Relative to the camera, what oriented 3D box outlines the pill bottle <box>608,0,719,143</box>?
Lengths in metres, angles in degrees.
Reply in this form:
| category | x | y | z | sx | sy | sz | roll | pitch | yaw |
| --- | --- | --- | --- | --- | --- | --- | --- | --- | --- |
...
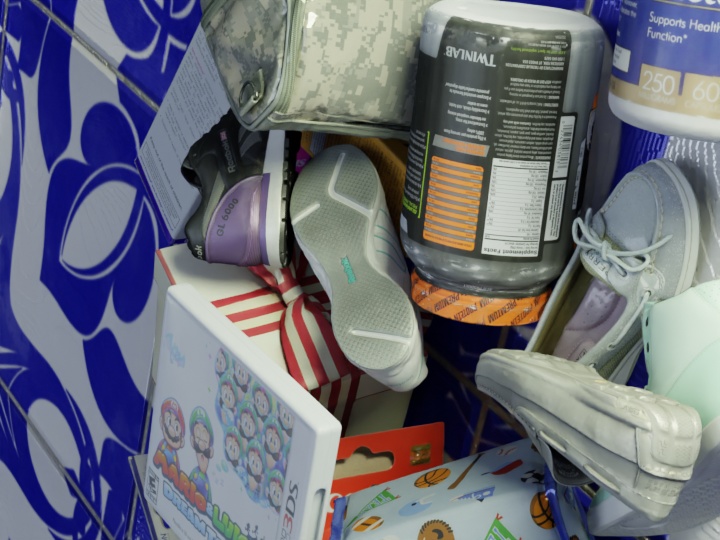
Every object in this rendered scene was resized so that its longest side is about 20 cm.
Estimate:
| category | x | y | z | sx | sy | sz | roll | pitch | yaw |
| --- | --- | --- | --- | --- | --- | --- | --- | --- | --- |
| pill bottle | 0.205 | -0.177 | 0.860 | 0.115 | 0.115 | 0.202 | 26 | 116 | 52 |

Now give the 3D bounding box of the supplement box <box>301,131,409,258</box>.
| category | x | y | z | sx | sy | sz | roll | pitch | yaw |
| --- | --- | --- | --- | --- | --- | --- | --- | --- | --- |
| supplement box | 0.016 | -0.090 | 1.203 | 0.200 | 0.066 | 0.069 | 47 | 131 | 44 |

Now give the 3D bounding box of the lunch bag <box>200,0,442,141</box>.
| category | x | y | z | sx | sy | sz | roll | pitch | yaw |
| --- | --- | --- | --- | --- | --- | --- | --- | --- | --- |
| lunch bag | -0.006 | -0.170 | 1.110 | 0.139 | 0.199 | 0.169 | -30 | 63 | 52 |

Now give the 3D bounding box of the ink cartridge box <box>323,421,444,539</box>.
| category | x | y | z | sx | sy | sz | roll | pitch | yaw |
| --- | --- | --- | --- | --- | --- | --- | --- | --- | --- |
| ink cartridge box | 0.008 | 0.227 | 1.169 | 0.057 | 0.162 | 0.202 | 24 | 114 | 52 |

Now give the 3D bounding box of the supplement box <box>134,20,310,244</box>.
| category | x | y | z | sx | sy | sz | roll | pitch | yaw |
| --- | --- | --- | --- | --- | --- | --- | --- | --- | --- |
| supplement box | -0.106 | -0.124 | 1.351 | 0.104 | 0.101 | 0.200 | 63 | 141 | 29 |

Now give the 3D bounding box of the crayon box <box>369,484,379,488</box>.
| category | x | y | z | sx | sy | sz | roll | pitch | yaw |
| --- | --- | --- | --- | --- | --- | --- | --- | --- | --- |
| crayon box | 0.066 | 0.258 | 1.122 | 0.051 | 0.126 | 0.202 | -81 | -8 | -80 |

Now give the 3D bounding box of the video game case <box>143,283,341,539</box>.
| category | x | y | z | sx | sy | sz | roll | pitch | yaw |
| --- | --- | --- | --- | --- | --- | --- | --- | --- | --- |
| video game case | -0.088 | 0.134 | 1.085 | 0.200 | 0.024 | 0.183 | 38 | 128 | 44 |

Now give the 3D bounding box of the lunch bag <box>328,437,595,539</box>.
| category | x | y | z | sx | sy | sz | roll | pitch | yaw |
| --- | --- | --- | --- | --- | --- | --- | --- | --- | --- |
| lunch bag | 0.085 | 0.234 | 1.029 | 0.124 | 0.169 | 0.201 | -64 | -44 | -72 |

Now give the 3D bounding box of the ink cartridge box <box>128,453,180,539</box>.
| category | x | y | z | sx | sy | sz | roll | pitch | yaw |
| --- | --- | --- | --- | --- | --- | --- | --- | --- | --- |
| ink cartridge box | -0.095 | 0.189 | 1.287 | 0.039 | 0.199 | 0.100 | -46 | 56 | 48 |

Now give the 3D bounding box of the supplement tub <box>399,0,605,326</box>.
| category | x | y | z | sx | sy | sz | roll | pitch | yaw |
| --- | --- | --- | --- | --- | --- | --- | --- | --- | --- |
| supplement tub | 0.091 | -0.073 | 1.041 | 0.122 | 0.122 | 0.202 | 29 | 118 | 51 |

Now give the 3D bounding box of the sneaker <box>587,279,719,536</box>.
| category | x | y | z | sx | sy | sz | roll | pitch | yaw |
| --- | --- | --- | --- | --- | --- | --- | --- | --- | --- |
| sneaker | 0.193 | 0.086 | 0.965 | 0.201 | 0.073 | 0.119 | 123 | 144 | -52 |

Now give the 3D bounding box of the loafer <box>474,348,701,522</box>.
| category | x | y | z | sx | sy | sz | roll | pitch | yaw |
| --- | --- | --- | --- | --- | --- | --- | --- | --- | --- |
| loafer | 0.126 | 0.093 | 0.938 | 0.200 | 0.069 | 0.070 | 23 | 101 | 65 |

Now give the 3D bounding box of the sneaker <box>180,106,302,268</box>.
| category | x | y | z | sx | sy | sz | roll | pitch | yaw |
| --- | --- | --- | --- | --- | --- | --- | --- | --- | --- |
| sneaker | -0.091 | -0.099 | 1.171 | 0.076 | 0.087 | 0.201 | 81 | -169 | -61 |

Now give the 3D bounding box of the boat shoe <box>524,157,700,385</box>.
| category | x | y | z | sx | sy | sz | roll | pitch | yaw |
| --- | --- | --- | --- | --- | --- | --- | --- | --- | --- |
| boat shoe | 0.155 | 0.018 | 1.008 | 0.075 | 0.064 | 0.203 | 56 | 137 | 36 |

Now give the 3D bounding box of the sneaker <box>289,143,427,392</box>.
| category | x | y | z | sx | sy | sz | roll | pitch | yaw |
| --- | --- | --- | --- | --- | --- | --- | --- | --- | --- |
| sneaker | 0.000 | 0.000 | 1.125 | 0.080 | 0.070 | 0.201 | 57 | -164 | -57 |

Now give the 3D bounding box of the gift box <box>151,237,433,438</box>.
| category | x | y | z | sx | sy | sz | roll | pitch | yaw |
| --- | --- | --- | --- | --- | --- | --- | --- | --- | --- |
| gift box | -0.053 | 0.057 | 1.231 | 0.185 | 0.199 | 0.187 | 55 | 152 | 31 |

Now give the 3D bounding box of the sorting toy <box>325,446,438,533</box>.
| category | x | y | z | sx | sy | sz | roll | pitch | yaw |
| --- | --- | --- | --- | --- | --- | --- | --- | --- | --- |
| sorting toy | -0.027 | 0.233 | 1.199 | 0.036 | 0.184 | 0.202 | 16 | 106 | 54 |
